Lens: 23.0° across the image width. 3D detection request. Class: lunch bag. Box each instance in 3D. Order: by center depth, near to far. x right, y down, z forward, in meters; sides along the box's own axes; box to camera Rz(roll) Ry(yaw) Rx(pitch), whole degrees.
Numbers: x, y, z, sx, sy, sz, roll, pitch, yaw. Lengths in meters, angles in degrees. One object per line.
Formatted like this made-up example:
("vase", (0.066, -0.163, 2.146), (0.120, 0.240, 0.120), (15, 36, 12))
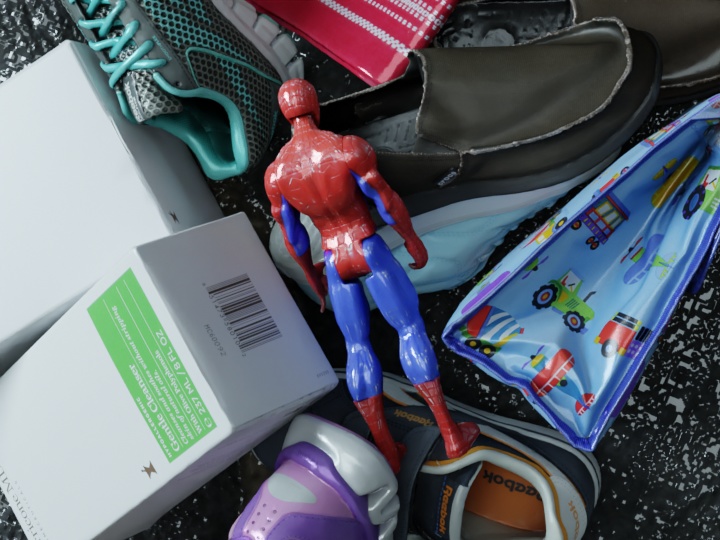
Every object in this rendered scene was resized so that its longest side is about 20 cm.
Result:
("lunch bag", (0.139, -0.023, 0.890), (0.094, 0.151, 0.201), (37, 97, 5))

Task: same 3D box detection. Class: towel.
("towel", (0.025, -0.204, 0.947), (0.144, 0.022, 0.201), (40, 99, 39))

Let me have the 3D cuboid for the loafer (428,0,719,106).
("loafer", (0.124, -0.121, 0.934), (0.198, 0.071, 0.074), (-7, 89, 12))

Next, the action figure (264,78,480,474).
("action figure", (0.000, 0.000, 0.875), (0.065, 0.052, 0.201), (-15, 107, 19))

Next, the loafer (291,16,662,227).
("loafer", (0.053, -0.077, 0.879), (0.199, 0.071, 0.073), (-22, 50, 15))

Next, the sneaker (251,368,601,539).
("sneaker", (0.027, 0.106, 0.947), (0.198, 0.079, 0.079), (10, 112, 12))

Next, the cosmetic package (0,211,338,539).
("cosmetic package", (-0.115, 0.068, 0.933), (0.200, 0.085, 0.108), (-40, 77, 42))

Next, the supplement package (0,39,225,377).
("supplement package", (-0.192, -0.019, 0.977), (0.199, 0.120, 0.122), (-30, 84, 11))

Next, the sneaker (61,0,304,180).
("sneaker", (-0.108, -0.122, 0.913), (0.077, 0.200, 0.092), (-24, 42, 38))

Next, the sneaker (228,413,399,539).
("sneaker", (-0.019, 0.169, 0.916), (0.080, 0.201, 0.088), (20, 52, 36))

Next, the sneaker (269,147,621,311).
("sneaker", (0.054, -0.034, 0.953), (0.199, 0.082, 0.074), (-20, 51, 17))
